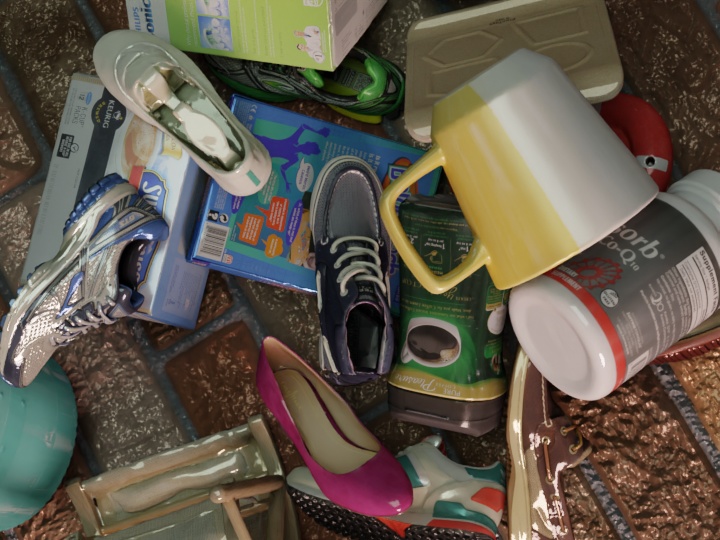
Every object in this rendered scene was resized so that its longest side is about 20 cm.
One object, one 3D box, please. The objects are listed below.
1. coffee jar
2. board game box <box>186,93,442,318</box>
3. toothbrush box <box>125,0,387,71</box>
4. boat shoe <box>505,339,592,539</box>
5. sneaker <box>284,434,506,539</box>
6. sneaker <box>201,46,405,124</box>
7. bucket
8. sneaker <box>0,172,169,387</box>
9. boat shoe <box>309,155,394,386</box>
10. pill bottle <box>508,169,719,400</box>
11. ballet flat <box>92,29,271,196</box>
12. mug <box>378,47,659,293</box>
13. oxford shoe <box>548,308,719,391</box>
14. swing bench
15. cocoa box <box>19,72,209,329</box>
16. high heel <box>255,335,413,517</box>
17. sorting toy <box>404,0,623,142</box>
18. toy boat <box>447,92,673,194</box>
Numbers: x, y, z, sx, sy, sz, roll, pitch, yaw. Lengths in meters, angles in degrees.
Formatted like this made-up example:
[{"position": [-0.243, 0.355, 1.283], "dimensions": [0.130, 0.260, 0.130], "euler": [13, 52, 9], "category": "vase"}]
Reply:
[{"position": [0.079, 0.038, 1.405], "dimensions": [0.104, 0.085, 0.201], "euler": [10, 102, 26], "category": "coffee jar"}, {"position": [-0.039, -0.055, 1.453], "dimensions": [0.199, 0.045, 0.153], "euler": [16, 84, -11], "category": "board game box"}, {"position": [-0.092, -0.259, 1.468], "dimensions": [0.199, 0.146, 0.086], "euler": [9, 127, 20], "category": "toothbrush box"}, {"position": [0.160, 0.147, 1.389], "dimensions": [0.072, 0.072, 0.201], "euler": [1, 101, 7], "category": "boat shoe"}, {"position": [0.035, 0.188, 1.438], "dimensions": [0.199, 0.070, 0.094], "euler": [9, 59, 21], "category": "sneaker"}, {"position": [-0.054, -0.194, 1.496], "dimensions": [0.199, 0.085, 0.078], "euler": [14, 85, 15], "category": "sneaker"}, {"position": [-0.364, 0.138, 1.466], "dimensions": [0.207, 0.135, 0.208], "euler": [-11, 68, 28], "category": "bucket"}, {"position": [-0.232, 0.021, 1.376], "dimensions": [0.085, 0.077, 0.200], "euler": [33, 94, 8], "category": "sneaker"}, {"position": [0.000, 0.000, 1.389], "dimensions": [0.074, 0.093, 0.201], "euler": [-3, 90, -13], "category": "boat shoe"}, {"position": [0.227, 0.007, 1.327], "dimensions": [0.200, 0.116, 0.116], "euler": [-34, 74, -23], "category": "pill bottle"}, {"position": [-0.154, -0.143, 1.386], "dimensions": [0.200, 0.069, 0.069], "euler": [43, 93, 12], "category": "ballet flat"}, {"position": [0.121, -0.080, 1.272], "dimensions": [0.149, 0.186, 0.153], "euler": [-27, 97, 49], "category": "mug"}, {"position": [0.244, 0.045, 1.401], "dimensions": [0.199, 0.070, 0.075], "euler": [-15, 76, 10], "category": "oxford shoe"}, {"position": [-0.167, 0.237, 1.413], "dimensions": [0.198, 0.200, 0.130], "euler": [-20, 99, 11], "category": "swing bench"}, {"position": [-0.203, -0.060, 1.484], "dimensions": [0.131, 0.133, 0.201], "euler": [13, 85, 13], "category": "cocoa box"}, {"position": [-0.028, 0.134, 1.394], "dimensions": [0.067, 0.096, 0.200], "euler": [-34, 39, -24], "category": "high heel"}, {"position": [0.130, -0.179, 1.425], "dimensions": [0.184, 0.200, 0.037], "euler": [-12, 123, 9], "category": "sorting toy"}, {"position": [0.168, -0.104, 1.408], "dimensions": [0.199, 0.131, 0.131], "euler": [10, 84, 14], "category": "toy boat"}]
